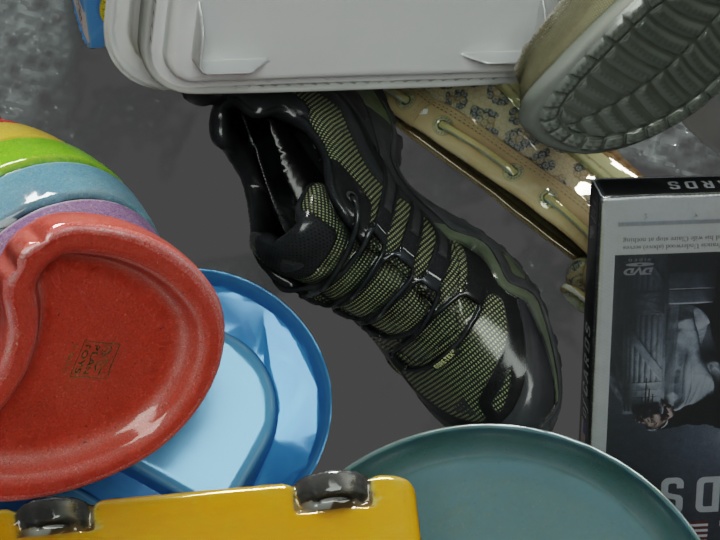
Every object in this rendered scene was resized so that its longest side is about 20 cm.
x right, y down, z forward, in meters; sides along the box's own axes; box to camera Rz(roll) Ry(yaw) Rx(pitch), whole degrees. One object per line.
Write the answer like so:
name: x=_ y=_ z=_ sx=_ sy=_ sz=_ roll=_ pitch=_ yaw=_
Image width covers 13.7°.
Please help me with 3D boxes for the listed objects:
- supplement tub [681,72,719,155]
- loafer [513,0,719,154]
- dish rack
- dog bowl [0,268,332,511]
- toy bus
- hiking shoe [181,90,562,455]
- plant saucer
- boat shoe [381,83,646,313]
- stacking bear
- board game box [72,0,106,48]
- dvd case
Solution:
supplement tub: x=0.225 y=-0.135 z=1.262 sx=0.144 sy=0.144 sz=0.200 roll=28 pitch=78 yaw=0
loafer: x=0.132 y=-0.131 z=1.188 sx=0.200 sy=0.075 sz=0.070 roll=-46 pitch=46 yaw=7
dish rack: x=0.006 y=-0.140 z=1.168 sx=0.200 sy=0.044 sz=0.172 roll=-4 pitch=122 yaw=-21
dog bowl: x=-0.091 y=0.096 z=1.234 sx=0.111 sy=0.050 sz=0.200 roll=30 pitch=78 yaw=1
toy bus: x=-0.076 y=0.125 z=1.158 sx=0.200 sy=0.078 sz=0.065 roll=-5 pitch=70 yaw=-4
hiking shoe: x=0.000 y=0.000 z=1.229 sx=0.200 sy=0.076 sz=0.101 roll=53 pitch=36 yaw=13
plant saucer: x=0.053 y=0.159 z=1.219 sx=0.200 sy=0.027 sz=0.200 roll=1 pitch=97 yaw=4
boat shoe: x=0.090 y=-0.020 z=1.268 sx=0.063 sy=0.073 sz=0.200 roll=-40 pitch=74 yaw=-6
stacking bear: x=-0.148 y=-0.012 z=1.191 sx=0.114 sy=0.200 sz=0.122 roll=6 pitch=117 yaw=-40
board game box: x=-0.030 y=-0.191 z=1.219 sx=0.200 sy=0.196 sz=0.056 roll=-13 pitch=56 yaw=-7
dvd case: x=0.165 y=0.055 z=1.223 sx=0.150 sy=0.025 sz=0.200 roll=-2 pitch=115 yaw=-5
